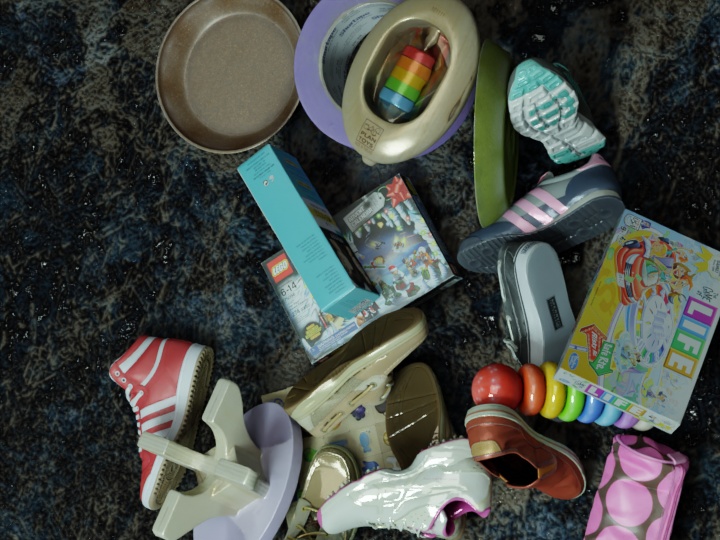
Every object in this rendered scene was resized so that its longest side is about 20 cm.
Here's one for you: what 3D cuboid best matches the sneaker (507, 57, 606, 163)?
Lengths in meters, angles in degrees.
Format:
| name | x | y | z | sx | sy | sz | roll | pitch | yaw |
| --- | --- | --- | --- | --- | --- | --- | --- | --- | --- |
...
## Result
| name | x | y | z | sx | sy | sz | roll | pitch | yaw |
| --- | --- | --- | --- | --- | --- | --- | --- | --- | --- |
| sneaker | 0.196 | -0.187 | 1.640 | 0.077 | 0.200 | 0.092 | -22 | 65 | 14 |

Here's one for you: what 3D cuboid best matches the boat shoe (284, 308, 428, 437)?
| name | x | y | z | sx | sy | sz | roll | pitch | yaw |
| --- | --- | --- | --- | --- | --- | --- | --- | --- | --- |
| boat shoe | 0.006 | 0.114 | 1.719 | 0.200 | 0.071 | 0.065 | -36 | 109 | 25 |

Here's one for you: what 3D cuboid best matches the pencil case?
| name | x | y | z | sx | sy | sz | roll | pitch | yaw |
| --- | --- | --- | --- | --- | --- | --- | --- | --- | --- |
| pencil case | 0.287 | 0.276 | 1.617 | 0.093 | 0.090 | 0.202 | 13 | 92 | 56 |

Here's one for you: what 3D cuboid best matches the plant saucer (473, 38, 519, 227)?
| name | x | y | z | sx | sy | sz | roll | pitch | yaw |
| --- | --- | --- | --- | --- | --- | --- | --- | --- | --- |
| plant saucer | 0.148 | -0.146 | 1.648 | 0.031 | 0.200 | 0.202 | 2 | 86 | 11 |

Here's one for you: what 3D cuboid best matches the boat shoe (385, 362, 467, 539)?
| name | x | y | z | sx | sy | sz | roll | pitch | yaw |
| --- | --- | --- | --- | --- | --- | --- | --- | --- | --- |
| boat shoe | 0.076 | 0.202 | 1.713 | 0.071 | 0.064 | 0.201 | -18 | 63 | 24 |

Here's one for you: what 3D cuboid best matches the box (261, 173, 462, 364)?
| name | x | y | z | sx | sy | sz | roll | pitch | yaw |
| --- | --- | --- | --- | --- | --- | --- | --- | --- | --- |
| box | 0.000 | 0.000 | 1.771 | 0.199 | 0.040 | 0.138 | -33 | 74 | 15 |

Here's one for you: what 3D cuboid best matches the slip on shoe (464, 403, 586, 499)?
| name | x | y | z | sx | sy | sz | roll | pitch | yaw |
| --- | --- | --- | --- | --- | --- | --- | --- | --- | --- |
| slip on shoe | 0.172 | 0.204 | 1.612 | 0.074 | 0.200 | 0.062 | -16 | 55 | 30 |

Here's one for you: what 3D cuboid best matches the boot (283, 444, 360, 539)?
| name | x | y | z | sx | sy | sz | roll | pitch | yaw |
| --- | --- | --- | --- | --- | --- | --- | --- | --- | --- |
| boot | -0.061 | 0.297 | 1.698 | 0.072 | 0.155 | 0.202 | 13 | 94 | 19 |

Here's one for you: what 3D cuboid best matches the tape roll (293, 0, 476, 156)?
| name | x | y | z | sx | sy | sz | roll | pitch | yaw |
| --- | --- | --- | --- | --- | --- | --- | --- | --- | --- |
| tape roll | 0.030 | -0.230 | 1.758 | 0.198 | 0.085 | 0.202 | -2 | 84 | 20 |

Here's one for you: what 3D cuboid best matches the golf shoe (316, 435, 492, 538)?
| name | x | y | z | sx | sy | sz | roll | pitch | yaw |
| --- | --- | --- | --- | --- | --- | --- | --- | --- | --- |
| golf shoe | 0.048 | 0.247 | 1.627 | 0.199 | 0.075 | 0.092 | -25 | 65 | 15 |

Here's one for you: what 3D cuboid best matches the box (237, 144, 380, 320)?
| name | x | y | z | sx | sy | sz | roll | pitch | yaw |
| --- | --- | --- | --- | --- | --- | --- | --- | --- | --- |
| box | -0.058 | -0.043 | 1.732 | 0.049 | 0.082 | 0.201 | -36 | 71 | 13 |

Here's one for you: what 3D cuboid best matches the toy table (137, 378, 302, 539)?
| name | x | y | z | sx | sy | sz | roll | pitch | yaw |
| --- | --- | --- | --- | --- | --- | --- | --- | --- | --- |
| toy table | -0.154 | 0.230 | 1.731 | 0.183 | 0.117 | 0.201 | -2 | 65 | 38 |

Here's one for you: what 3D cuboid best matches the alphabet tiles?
| name | x | y | z | sx | sy | sz | roll | pitch | yaw |
| --- | --- | --- | --- | --- | --- | --- | --- | --- | --- |
| alphabet tiles | -0.039 | 0.210 | 1.784 | 0.199 | 0.006 | 0.168 | -16 | 79 | 18 |

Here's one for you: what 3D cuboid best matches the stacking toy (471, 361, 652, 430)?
| name | x | y | z | sx | sy | sz | roll | pitch | yaw |
| --- | --- | --- | --- | --- | --- | --- | --- | --- | --- |
| stacking toy | 0.212 | 0.122 | 1.610 | 0.198 | 0.085 | 0.086 | 3 | 85 | -14 |

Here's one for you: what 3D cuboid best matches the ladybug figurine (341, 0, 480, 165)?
| name | x | y | z | sx | sy | sz | roll | pitch | yaw |
| --- | --- | --- | --- | --- | --- | --- | --- | --- | --- |
| ladybug figurine | 0.058 | -0.202 | 1.662 | 0.135 | 0.072 | 0.201 | 35 | 97 | 20 |

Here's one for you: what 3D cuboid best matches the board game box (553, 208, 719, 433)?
| name | x | y | z | sx | sy | sz | roll | pitch | yaw |
| --- | --- | --- | --- | --- | --- | --- | --- | --- | --- |
| board game box | 0.297 | 0.050 | 1.597 | 0.134 | 0.034 | 0.201 | 24 | 66 | 3 |

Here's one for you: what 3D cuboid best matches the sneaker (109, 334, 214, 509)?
| name | x | y | z | sx | sy | sz | roll | pitch | yaw |
| --- | --- | --- | --- | --- | --- | --- | --- | --- | --- |
| sneaker | -0.252 | 0.175 | 1.830 | 0.112 | 0.071 | 0.202 | 14 | 82 | 17 |

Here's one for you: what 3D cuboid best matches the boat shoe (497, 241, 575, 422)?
| name | x | y | z | sx | sy | sz | roll | pitch | yaw |
| --- | --- | --- | --- | --- | --- | --- | --- | --- | --- |
| boat shoe | 0.188 | 0.066 | 1.674 | 0.068 | 0.073 | 0.201 | 3 | 115 | 53 |

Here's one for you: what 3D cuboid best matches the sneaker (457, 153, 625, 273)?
| name | x | y | z | sx | sy | sz | roll | pitch | yaw |
| --- | --- | --- | --- | --- | --- | --- | --- | --- | --- |
| sneaker | 0.196 | -0.062 | 1.703 | 0.199 | 0.070 | 0.083 | -21 | 50 | 22 |

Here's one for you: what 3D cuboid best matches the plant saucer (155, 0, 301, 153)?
| name | x | y | z | sx | sy | sz | roll | pitch | yaw |
| --- | --- | --- | --- | --- | --- | --- | --- | --- | --- |
| plant saucer | -0.150 | -0.237 | 1.850 | 0.199 | 0.037 | 0.202 | -2 | 84 | 19 |
